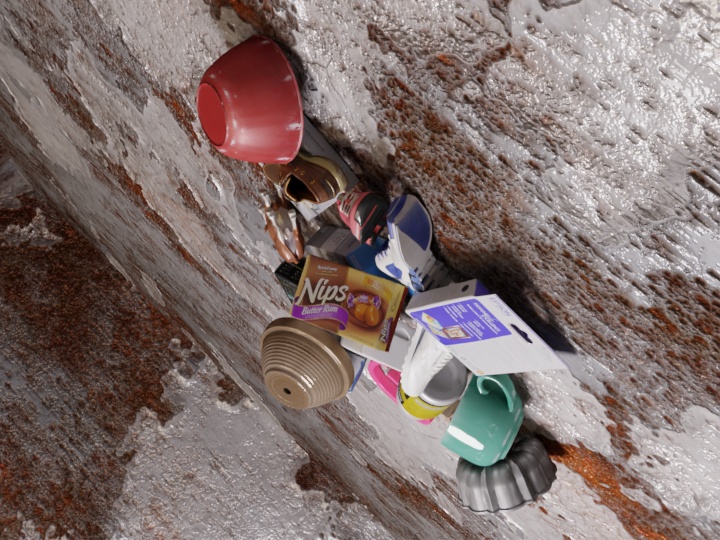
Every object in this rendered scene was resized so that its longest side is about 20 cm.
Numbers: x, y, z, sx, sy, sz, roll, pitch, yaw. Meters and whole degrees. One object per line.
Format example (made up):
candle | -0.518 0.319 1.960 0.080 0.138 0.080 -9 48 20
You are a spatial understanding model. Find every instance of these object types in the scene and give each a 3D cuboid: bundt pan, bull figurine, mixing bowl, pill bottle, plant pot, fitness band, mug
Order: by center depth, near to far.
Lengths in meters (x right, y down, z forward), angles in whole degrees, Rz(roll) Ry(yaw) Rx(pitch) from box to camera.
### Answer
mixing bowl | -0.185 -0.251 1.160 0.199 0.107 0.204 34 136 41
mug | 0.225 0.267 1.337 0.113 0.154 0.185 27 167 11
plant pot | -0.117 0.193 1.409 0.197 0.093 0.204 20 139 18
bundt pan | 0.265 0.370 1.415 0.201 0.199 0.077 -5 110 62
bull figurine | -0.157 -0.099 1.463 0.201 0.064 0.123 -125 16 -47
pill bottle | 0.135 0.231 1.493 0.114 0.114 0.201 41 157 8
fitness band | 0.095 0.280 1.749 0.200 0.037 0.144 43 158 9

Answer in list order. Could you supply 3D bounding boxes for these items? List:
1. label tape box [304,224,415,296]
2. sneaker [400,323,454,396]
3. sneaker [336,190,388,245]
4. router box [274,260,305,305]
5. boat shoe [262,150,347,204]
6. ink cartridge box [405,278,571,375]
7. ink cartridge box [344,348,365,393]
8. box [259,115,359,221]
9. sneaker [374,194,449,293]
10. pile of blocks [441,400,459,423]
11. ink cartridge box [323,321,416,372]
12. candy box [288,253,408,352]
label tape box | 0.000 0.000 1.406 0.198 0.066 0.145 18 146 51
sneaker | 0.129 0.143 1.315 0.079 0.076 0.204 24 117 18
sneaker | -0.007 -0.091 1.179 0.086 0.074 0.200 36 178 7
router box | -0.088 0.066 1.673 0.198 0.062 0.152 26 151 39
boat shoe | -0.106 -0.152 1.225 0.198 0.068 0.073 20 147 46
ink cartridge box | 0.201 0.093 1.170 0.198 0.044 0.198 42 149 -25
ink cartridge box | -0.056 0.184 1.579 0.134 0.078 0.200 26 -179 4
box | -0.098 -0.177 1.310 0.156 0.041 0.199 49 158 -7
sneaker | 0.064 -0.033 1.216 0.114 0.081 0.201 22 150 40
pile of blocks | 0.224 0.304 1.530 0.082 0.062 0.200 45 158 0
ink cartridge box | 0.014 0.120 1.431 0.143 0.086 0.199 26 174 -32
candy box | -0.023 0.054 1.313 0.197 0.119 0.056 19 179 32
